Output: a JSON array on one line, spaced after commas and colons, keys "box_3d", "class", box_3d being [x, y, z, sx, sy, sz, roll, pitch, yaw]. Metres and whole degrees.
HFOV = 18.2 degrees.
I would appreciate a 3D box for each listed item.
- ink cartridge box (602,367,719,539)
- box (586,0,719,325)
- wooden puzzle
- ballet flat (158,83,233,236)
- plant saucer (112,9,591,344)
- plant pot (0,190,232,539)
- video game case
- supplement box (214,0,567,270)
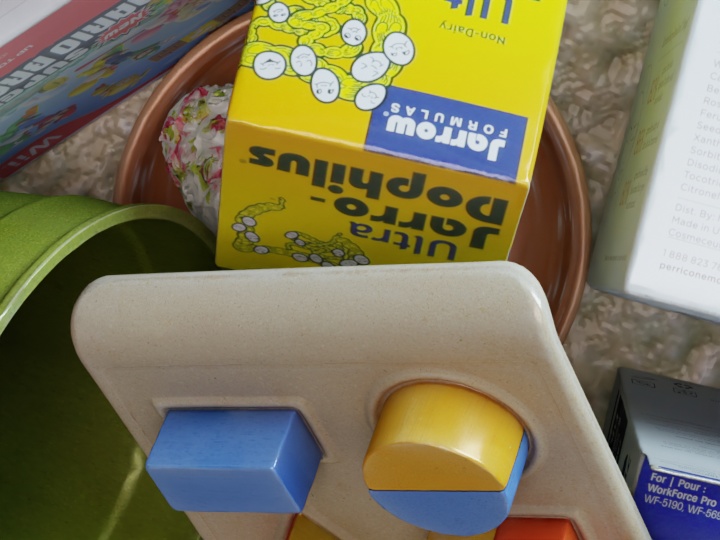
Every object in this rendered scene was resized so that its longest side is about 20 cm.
[{"box_3d": [0.147, 0.081, 0.866, 0.099, 0.200, 0.039, 13, 97, 3], "class": "ink cartridge box"}, {"box_3d": [0.166, -0.075, 0.847, 0.106, 0.152, 0.201, 15, 91, 1], "class": "box"}, {"box_3d": [0.005, 0.086, 0.805, 0.185, 0.046, 0.200, -2, 133, 28], "class": "wooden puzzle"}, {"box_3d": [0.000, 0.000, 0.895, 0.200, 0.064, 0.076, 41, 101, -3], "class": "ballet flat"}, {"box_3d": [-0.003, -0.017, 0.943, 0.199, 0.037, 0.201, 1, 99, 4], "class": "plant saucer"}, {"box_3d": [-0.179, 0.047, 0.886, 0.192, 0.200, 0.201, 18, 102, 27], "class": "plant pot"}, {"box_3d": [-0.119, -0.078, 0.857, 0.143, 0.200, 0.017, -32, 86, 9], "class": "video game case"}, {"box_3d": [0.020, -0.099, 0.840, 0.108, 0.110, 0.201, 12, 62, 1], "class": "supplement box"}]
